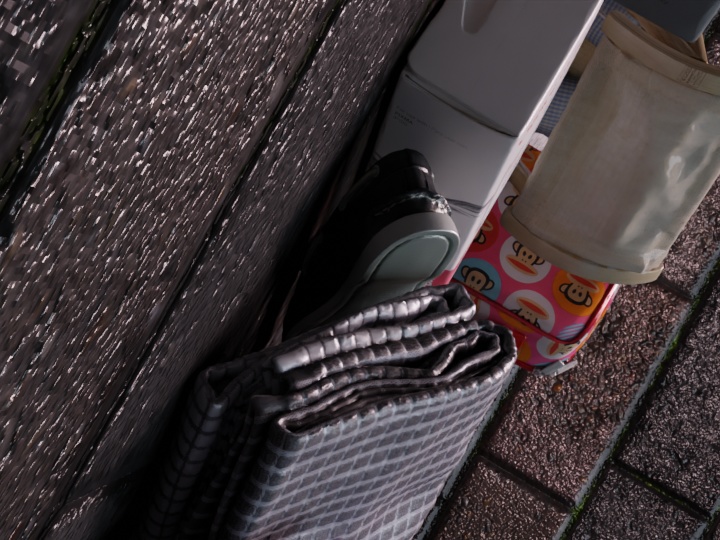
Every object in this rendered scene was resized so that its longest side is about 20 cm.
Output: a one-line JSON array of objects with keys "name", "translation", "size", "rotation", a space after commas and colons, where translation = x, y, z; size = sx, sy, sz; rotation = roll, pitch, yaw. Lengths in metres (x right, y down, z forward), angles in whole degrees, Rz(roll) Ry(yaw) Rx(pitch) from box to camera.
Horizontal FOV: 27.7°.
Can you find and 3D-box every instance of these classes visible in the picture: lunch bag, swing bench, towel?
[{"name": "lunch bag", "translation": [0.110, -0.014, 1.168], "size": [0.177, 0.199, 0.082], "rotation": [-54, 172, -28]}, {"name": "swing bench", "translation": [0.175, -0.128, 1.062], "size": [0.200, 0.128, 0.201], "rotation": [114, -31, -42]}, {"name": "towel", "translation": [-0.016, 0.104, 0.813], "size": [0.199, 0.086, 0.166], "rotation": [-18, 145, -43]}]

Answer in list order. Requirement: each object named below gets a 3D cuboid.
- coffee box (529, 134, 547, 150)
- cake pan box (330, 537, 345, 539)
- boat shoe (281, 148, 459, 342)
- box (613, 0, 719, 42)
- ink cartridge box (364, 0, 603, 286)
[{"name": "coffee box", "translation": [0.190, -0.072, 1.681], "size": [0.201, 0.197, 0.200], "rotation": [-61, 173, 28]}, {"name": "cake pan box", "translation": [-0.096, 0.239, 0.749], "size": [0.199, 0.052, 0.186], "rotation": [-10, 129, -39]}, {"name": "boat shoe", "translation": [0.000, 0.000, 0.887], "size": [0.200, 0.075, 0.061], "rotation": [-46, -129, 49]}, {"name": "box", "translation": [0.068, -0.160, 0.309], "size": [0.098, 0.124, 0.200], "rotation": [-59, 175, -20]}, {"name": "ink cartridge box", "translation": [0.068, -0.095, 0.939], "size": [0.147, 0.082, 0.200], "rotation": [-57, 175, -31]}]
